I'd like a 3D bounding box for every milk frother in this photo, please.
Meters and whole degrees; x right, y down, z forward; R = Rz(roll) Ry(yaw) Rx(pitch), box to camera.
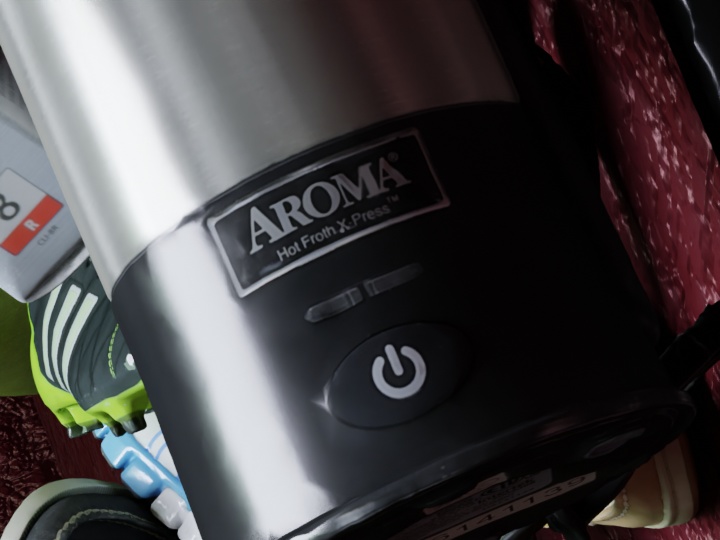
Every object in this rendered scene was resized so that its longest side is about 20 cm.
[{"bbox_3d":[0.006,-0.021,0.692,0.200,0.180,0.188,120,129,-68],"label":"milk frother"}]

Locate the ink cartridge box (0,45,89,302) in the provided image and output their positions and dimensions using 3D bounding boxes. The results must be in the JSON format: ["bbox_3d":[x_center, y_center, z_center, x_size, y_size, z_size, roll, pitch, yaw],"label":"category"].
[{"bbox_3d":[-0.151,-0.095,0.720,0.200,0.050,0.162,32,-157,-26],"label":"ink cartridge box"}]

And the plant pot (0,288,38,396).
[{"bbox_3d":[-0.162,-0.028,1.090,0.187,0.187,0.200,66,-172,27],"label":"plant pot"}]

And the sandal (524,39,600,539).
[{"bbox_3d":[0.015,0.024,0.797,0.057,0.080,0.201,-12,64,61],"label":"sandal"}]

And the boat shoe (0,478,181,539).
[{"bbox_3d":[-0.048,0.127,0.974,0.068,0.072,0.200,9,159,41],"label":"boat shoe"}]

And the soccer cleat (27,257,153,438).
[{"bbox_3d":[-0.068,0.006,0.848,0.200,0.067,0.081,-15,92,70],"label":"soccer cleat"}]

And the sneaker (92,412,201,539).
[{"bbox_3d":[-0.027,0.061,0.930,0.087,0.075,0.200,-63,38,23],"label":"sneaker"}]

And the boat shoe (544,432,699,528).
[{"bbox_3d":[0.048,0.051,0.877,0.200,0.069,0.074,-176,68,-78],"label":"boat shoe"}]
